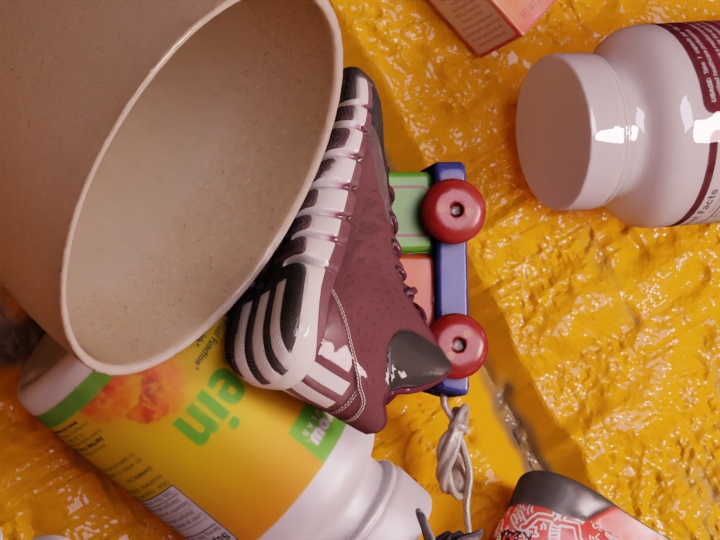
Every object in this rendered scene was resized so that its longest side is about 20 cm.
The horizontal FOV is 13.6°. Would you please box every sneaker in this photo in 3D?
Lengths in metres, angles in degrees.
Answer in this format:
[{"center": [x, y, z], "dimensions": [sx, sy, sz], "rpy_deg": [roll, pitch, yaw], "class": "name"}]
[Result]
[{"center": [0.152, 0.198, 1.617], "dimensions": [0.201, 0.067, 0.108], "rpy_deg": [29, 71, -14], "class": "sneaker"}, {"center": [0.000, 0.000, 1.511], "dimensions": [0.115, 0.076, 0.200], "rpy_deg": [36, 47, -27], "class": "sneaker"}]

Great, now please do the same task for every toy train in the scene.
[{"center": [0.003, 0.045, 1.576], "dimensions": [0.115, 0.085, 0.201], "rpy_deg": [0, 86, -10], "class": "toy train"}]

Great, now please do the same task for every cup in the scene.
[{"center": [-0.125, -0.072, 1.390], "dimensions": [0.143, 0.200, 0.200], "rpy_deg": [29, 64, 23], "class": "cup"}]

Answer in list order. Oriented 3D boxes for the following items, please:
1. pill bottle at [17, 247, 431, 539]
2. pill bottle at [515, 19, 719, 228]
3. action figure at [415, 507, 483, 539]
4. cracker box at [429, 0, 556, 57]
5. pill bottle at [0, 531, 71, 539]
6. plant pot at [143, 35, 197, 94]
[{"center": [-0.064, 0.083, 1.512], "dimensions": [0.200, 0.111, 0.111], "rpy_deg": [40, 66, -13], "class": "pill bottle"}, {"center": [0.192, -0.082, 1.662], "dimensions": [0.200, 0.113, 0.113], "rpy_deg": [-4, 82, -26], "class": "pill bottle"}, {"center": [0.045, 0.209, 1.495], "dimensions": [0.102, 0.200, 0.119], "rpy_deg": [24, 50, 22], "class": "action figure"}, {"center": [0.052, -0.237, 1.657], "dimensions": [0.200, 0.058, 0.134], "rpy_deg": [47, 64, -9], "class": "cracker box"}, {"center": [-0.138, 0.198, 1.456], "dimensions": [0.200, 0.111, 0.111], "rpy_deg": [35, 68, -15], "class": "pill bottle"}, {"center": [-0.098, -0.146, 1.527], "dimensions": [0.200, 0.134, 0.201], "rpy_deg": [5, 78, -25], "class": "plant pot"}]
